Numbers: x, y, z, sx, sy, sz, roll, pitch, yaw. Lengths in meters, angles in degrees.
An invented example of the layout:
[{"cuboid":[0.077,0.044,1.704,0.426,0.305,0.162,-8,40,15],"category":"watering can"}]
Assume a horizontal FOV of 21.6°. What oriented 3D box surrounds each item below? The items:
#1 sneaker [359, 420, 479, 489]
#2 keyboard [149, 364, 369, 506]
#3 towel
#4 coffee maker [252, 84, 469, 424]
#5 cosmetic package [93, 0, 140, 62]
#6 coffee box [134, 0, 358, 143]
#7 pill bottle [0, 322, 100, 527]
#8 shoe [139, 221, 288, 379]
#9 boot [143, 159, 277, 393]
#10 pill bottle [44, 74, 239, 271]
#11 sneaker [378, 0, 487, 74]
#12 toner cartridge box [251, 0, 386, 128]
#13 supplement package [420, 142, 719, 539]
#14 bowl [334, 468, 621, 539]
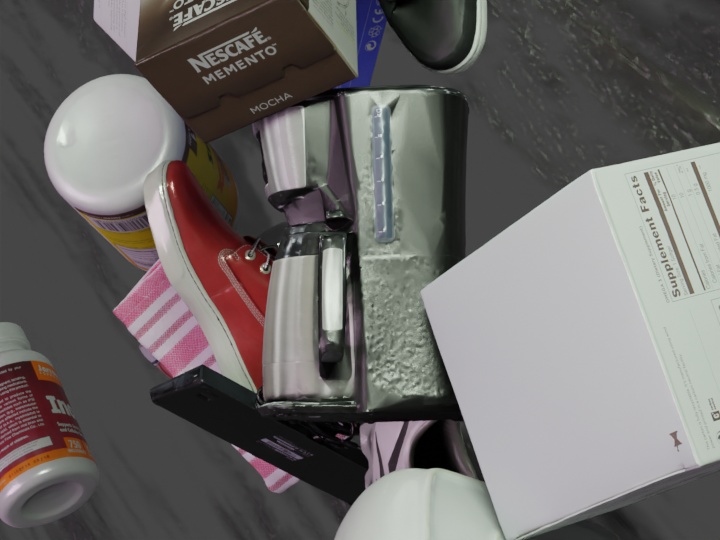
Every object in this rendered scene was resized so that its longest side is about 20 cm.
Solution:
[{"cuboid":[0.046,0.177,1.281,0.088,0.074,0.201,11,112,62],"category":"sneaker"},{"cuboid":[-0.044,0.109,1.337,0.104,0.200,0.040,-19,49,48],"category":"keyboard"},{"cuboid":[-0.091,0.070,1.428,0.200,0.030,0.146,48,135,1],"category":"towel"},{"cuboid":[0.027,-0.007,1.171,0.135,0.191,0.201,164,107,-66],"category":"coffee maker"},{"cuboid":[-0.135,-0.202,1.458,0.200,0.074,0.102,45,139,42],"category":"cosmetic package"},{"cuboid":[-0.068,-0.190,1.162,0.080,0.113,0.201,49,-152,-42],"category":"coffee box"},{"cuboid":[-0.357,0.158,1.971,0.200,0.113,0.113,61,148,27],"category":"pill bottle"},{"cuboid":[-0.086,0.042,1.482,0.091,0.072,0.200,45,131,-9],"category":"shoe"},{"cuboid":[-0.055,-0.006,1.321,0.144,0.072,0.201,-22,106,20],"category":"boot"},{"cuboid":[-0.159,-0.064,1.448,0.110,0.109,0.200,64,-177,22],"category":"pill bottle"},{"cuboid":[0.006,-0.214,1.133,0.073,0.112,0.201,-21,82,33],"category":"sneaker"},{"cuboid":[-0.030,-0.163,1.310,0.095,0.043,0.201,54,144,35],"category":"toner cartridge box"},{"cuboid":[0.142,0.041,1.011,0.200,0.110,0.156,-37,69,59],"category":"supplement package"},{"cuboid":[0.082,0.193,1.067,0.200,0.199,0.075,-84,17,-61],"category":"bowl"}]
